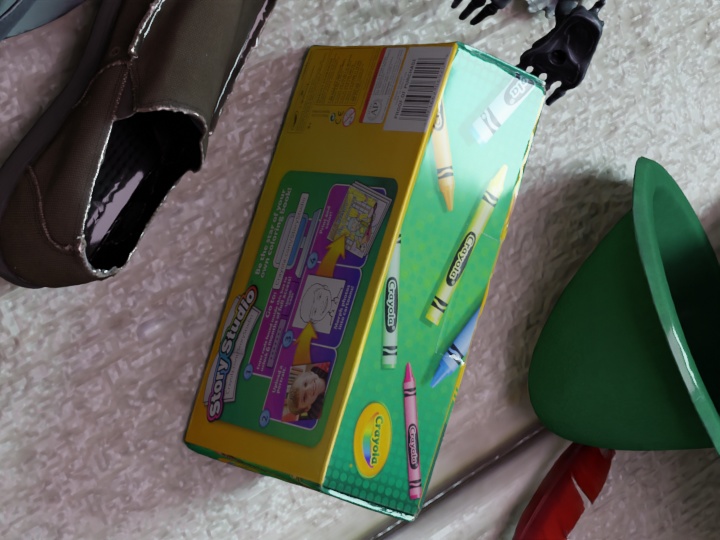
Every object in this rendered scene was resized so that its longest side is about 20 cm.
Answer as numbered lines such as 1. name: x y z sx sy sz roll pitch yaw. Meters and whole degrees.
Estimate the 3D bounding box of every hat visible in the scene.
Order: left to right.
1. hat: 0.097 0.058 1.008 0.166 0.175 0.200 57 23 -31

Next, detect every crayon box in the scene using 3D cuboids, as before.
1. crayon box: 0.000 0.000 0.878 0.058 0.119 0.201 21 83 -33

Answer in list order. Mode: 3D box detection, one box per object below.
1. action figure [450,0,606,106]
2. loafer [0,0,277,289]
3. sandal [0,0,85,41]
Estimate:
1. action figure: 0.092 -0.175 0.940 0.119 0.102 0.200 44 44 -20
2. loafer: -0.081 -0.072 0.837 0.073 0.071 0.201 40 76 -48
3. sandal: -0.161 -0.121 0.803 0.200 0.043 0.076 -40 114 -25
